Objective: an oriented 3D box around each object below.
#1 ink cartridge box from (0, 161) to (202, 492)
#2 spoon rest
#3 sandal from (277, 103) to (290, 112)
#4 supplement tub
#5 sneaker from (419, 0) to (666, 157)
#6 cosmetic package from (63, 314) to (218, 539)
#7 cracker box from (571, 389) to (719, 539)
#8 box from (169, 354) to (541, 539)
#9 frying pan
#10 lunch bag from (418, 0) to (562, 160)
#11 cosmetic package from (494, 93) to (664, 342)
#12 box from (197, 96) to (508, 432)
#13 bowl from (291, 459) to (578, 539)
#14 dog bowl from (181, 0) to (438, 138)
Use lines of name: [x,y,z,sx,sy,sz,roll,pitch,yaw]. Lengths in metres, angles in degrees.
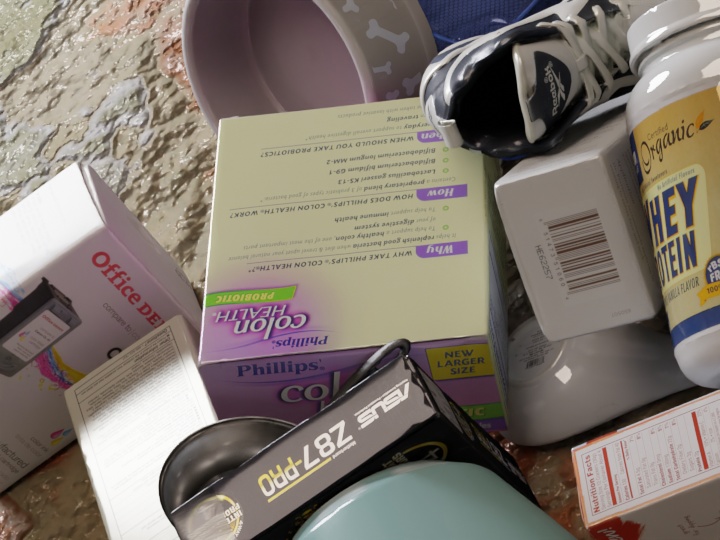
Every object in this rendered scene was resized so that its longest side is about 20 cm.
ink cartridge box: [-0.227,0.043,1.561,0.199,0.148,0.086,-35,42,7]
spoon rest: [0.158,0.052,1.353,0.199,0.061,0.100,-20,42,40]
sandal: [-0.061,-0.145,1.655,0.059,0.079,0.207,-46,40,-4]
supplement tub: [0.224,-0.048,1.214,0.143,0.144,0.202,-16,76,24]
sneaker: [0.126,-0.120,1.289,0.198,0.080,0.130,-17,18,10]
cosmetic package: [-0.117,0.134,1.457,0.103,0.073,0.201,-33,42,7]
cracker box: [0.229,0.115,1.178,0.199,0.134,0.058,-23,45,18]
box: [0.002,0.137,1.272,0.161,0.200,0.049,-32,61,6]
frying pan: [-0.031,0.121,1.316,0.189,0.115,0.031,-23,34,16]
lunch bag: [0.070,-0.173,1.542,0.136,0.133,0.200,-42,49,-19]
cosmetic package: [0.155,-0.041,1.324,0.074,0.102,0.200,-14,11,26]
box: [0.000,0.000,1.382,0.174,0.097,0.201,-6,49,9]
bowl: [0.030,0.178,1.201,0.200,0.201,0.105,-35,59,6]
dog bowl: [-0.039,-0.138,1.495,0.199,0.201,0.059,10,34,41]
